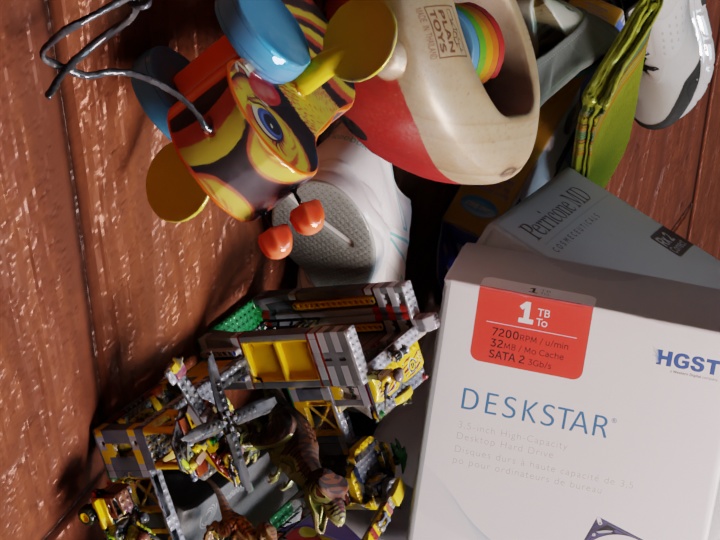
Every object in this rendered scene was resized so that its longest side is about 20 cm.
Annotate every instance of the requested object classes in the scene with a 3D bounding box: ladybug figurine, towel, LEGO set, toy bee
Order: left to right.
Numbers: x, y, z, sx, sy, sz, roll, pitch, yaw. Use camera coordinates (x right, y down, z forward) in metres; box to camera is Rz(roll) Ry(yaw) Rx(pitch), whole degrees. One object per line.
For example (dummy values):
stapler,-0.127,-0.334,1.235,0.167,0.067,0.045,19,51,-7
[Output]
toy bee,-0.050,-0.056,0.875,0.200,0.109,0.131,-30,175,-46
LEGO set,-0.027,0.090,1.025,0.200,0.115,0.155,-25,106,-49
ladybug figurine,0.031,-0.103,1.030,0.200,0.071,0.137,-10,83,-71
towel,0.155,-0.092,1.305,0.086,0.018,0.200,-57,167,-18

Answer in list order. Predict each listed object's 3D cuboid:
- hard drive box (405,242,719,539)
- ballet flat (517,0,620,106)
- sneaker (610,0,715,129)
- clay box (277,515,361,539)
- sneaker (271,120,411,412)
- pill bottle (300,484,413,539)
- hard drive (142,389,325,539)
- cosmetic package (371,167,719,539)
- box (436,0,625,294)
hard drive box,0.108,0.102,1.104,0.077,0.155,0.202,-51,150,-71
ballet flat,0.094,-0.125,1.215,0.200,0.067,0.064,-42,119,-50
sneaker,0.187,-0.172,1.389,0.080,0.074,0.201,-33,140,-30
clay box,-0.063,0.197,1.047,0.199,0.115,0.048,-19,131,-34
sneaker,0.000,0.000,1.117,0.201,0.070,0.081,91,20,-50
pill bottle,-0.005,0.212,1.283,0.109,0.108,0.201,-30,141,-55
hard drive,-0.083,0.175,1.162,0.139,0.033,0.201,-34,143,-53
cosmetic package,0.142,0.072,1.227,0.166,0.199,0.165,-61,169,22
box,0.111,-0.063,1.350,0.201,0.041,0.119,-61,159,-16
